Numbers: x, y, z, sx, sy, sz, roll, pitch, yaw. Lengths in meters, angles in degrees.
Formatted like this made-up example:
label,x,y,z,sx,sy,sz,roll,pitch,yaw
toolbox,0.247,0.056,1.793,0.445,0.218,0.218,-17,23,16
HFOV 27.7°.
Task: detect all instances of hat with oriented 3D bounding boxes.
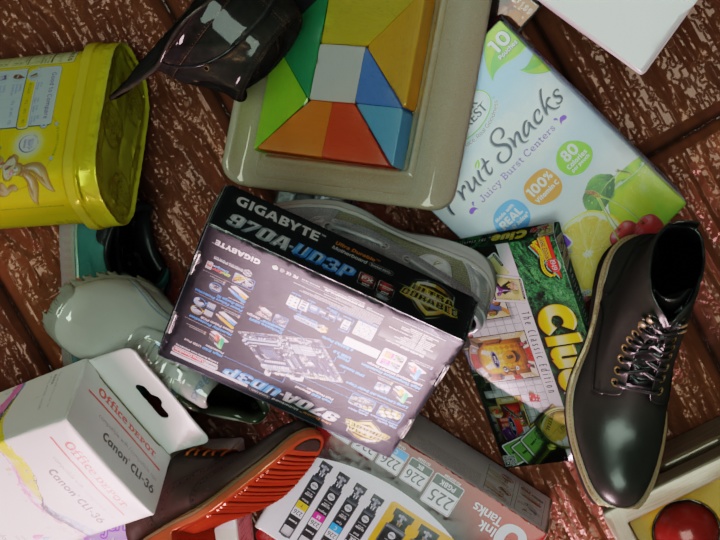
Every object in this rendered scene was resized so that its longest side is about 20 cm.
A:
label,x,y,z,sx,sy,sz,roll,pitch,yaw
hat,-0.095,-0.175,1.094,0.081,0.201,0.201,41,104,-12

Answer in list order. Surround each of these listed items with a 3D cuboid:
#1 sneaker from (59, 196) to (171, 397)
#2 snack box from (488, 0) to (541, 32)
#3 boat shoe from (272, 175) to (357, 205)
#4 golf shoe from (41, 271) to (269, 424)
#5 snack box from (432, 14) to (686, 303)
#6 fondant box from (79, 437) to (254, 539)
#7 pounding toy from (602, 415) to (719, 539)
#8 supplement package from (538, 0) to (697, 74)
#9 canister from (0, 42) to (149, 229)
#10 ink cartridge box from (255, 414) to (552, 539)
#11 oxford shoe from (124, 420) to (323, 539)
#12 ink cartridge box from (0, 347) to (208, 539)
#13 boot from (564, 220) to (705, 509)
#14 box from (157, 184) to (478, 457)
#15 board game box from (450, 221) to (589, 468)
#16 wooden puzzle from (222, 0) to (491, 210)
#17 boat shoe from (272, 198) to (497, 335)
label,x,y,z,sx,sy,sz,roll,pitch,yaw
sneaker,-0.195,0.035,1.189,0.079,0.071,0.202,0,100,38
snack box,0.044,-0.246,1.133,0.200,0.024,0.072,43,106,0
boat shoe,-0.057,-0.023,1.175,0.071,0.072,0.201,26,93,13
golf shoe,-0.149,0.064,1.137,0.199,0.097,0.079,24,99,-38
snack box,0.129,-0.074,1.124,0.200,0.053,0.142,43,103,-7
fondant box,-0.163,0.247,1.239,0.143,0.058,0.202,-3,98,10
pounding toy,0.299,0.187,1.104,0.199,0.142,0.185,-28,94,13
supplement package,0.184,-0.223,1.023,0.119,0.200,0.122,36,103,2
canister,-0.280,-0.102,1.162,0.198,0.087,0.150,-3,62,13
ink cartridge box,0.026,0.214,1.186,0.199,0.084,0.176,32,105,3
oxford shoe,-0.115,0.162,1.144,0.200,0.071,0.073,-35,64,21
ink cartridge box,-0.230,0.145,1.128,0.199,0.068,0.117,-22,123,24
boot,0.195,0.066,1.024,0.077,0.138,0.202,3,82,-4
box,-0.035,0.041,1.063,0.199,0.046,0.159,24,137,-3
board game box,0.132,0.062,1.134,0.104,0.023,0.201,-11,114,24
wooden puzzle,-0.008,-0.148,1.104,0.199,0.037,0.187,9,87,29
boat shoe,0.000,0.002,1.088,0.201,0.065,0.075,16,120,4
